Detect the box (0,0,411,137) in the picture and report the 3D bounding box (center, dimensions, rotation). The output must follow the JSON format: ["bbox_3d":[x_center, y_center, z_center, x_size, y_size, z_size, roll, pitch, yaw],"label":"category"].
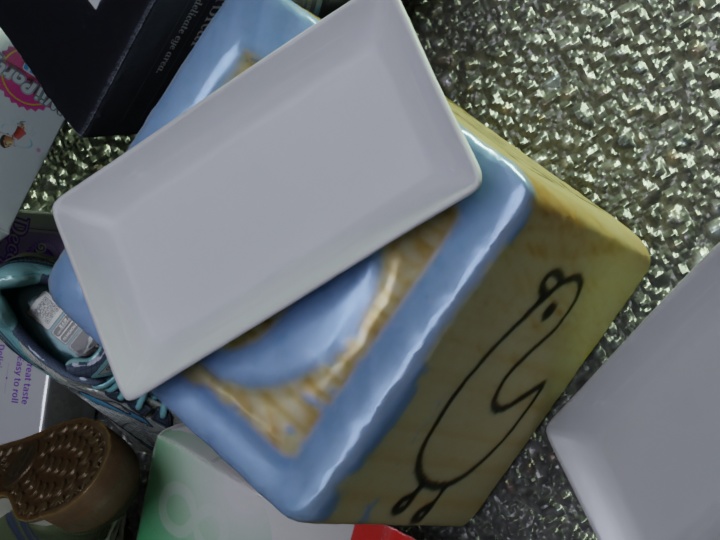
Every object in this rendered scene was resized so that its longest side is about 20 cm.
[{"bbox_3d":[-0.062,-0.184,0.854,0.118,0.199,0.197,52,127,23],"label":"box"}]

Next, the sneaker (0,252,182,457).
[{"bbox_3d":[-0.132,0.058,0.916,0.199,0.086,0.078,28,86,-1],"label":"sneaker"}]

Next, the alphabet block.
[{"bbox_3d":[0.000,0.000,0.827,0.196,0.200,0.196,40,101,25],"label":"alphabet block"}]

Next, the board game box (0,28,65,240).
[{"bbox_3d":[-0.219,-0.098,0.948,0.147,0.064,0.201,-25,38,53],"label":"board game box"}]

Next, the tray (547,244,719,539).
[{"bbox_3d":[0.160,0.076,0.771,0.108,0.022,0.200,66,149,23],"label":"tray"}]

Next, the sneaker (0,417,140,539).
[{"bbox_3d":[-0.157,0.138,0.914,0.200,0.090,0.067,-16,39,54],"label":"sneaker"}]

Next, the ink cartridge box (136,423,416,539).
[{"bbox_3d":[-0.039,0.194,0.873,0.199,0.050,0.162,28,116,28],"label":"ink cartridge box"}]

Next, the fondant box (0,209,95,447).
[{"bbox_3d":[-0.256,0.032,1.026,0.198,0.058,0.146,5,84,25],"label":"fondant box"}]

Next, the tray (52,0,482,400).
[{"bbox_3d":[-0.044,-0.032,0.729,0.199,0.022,0.108,-31,70,19],"label":"tray"}]
